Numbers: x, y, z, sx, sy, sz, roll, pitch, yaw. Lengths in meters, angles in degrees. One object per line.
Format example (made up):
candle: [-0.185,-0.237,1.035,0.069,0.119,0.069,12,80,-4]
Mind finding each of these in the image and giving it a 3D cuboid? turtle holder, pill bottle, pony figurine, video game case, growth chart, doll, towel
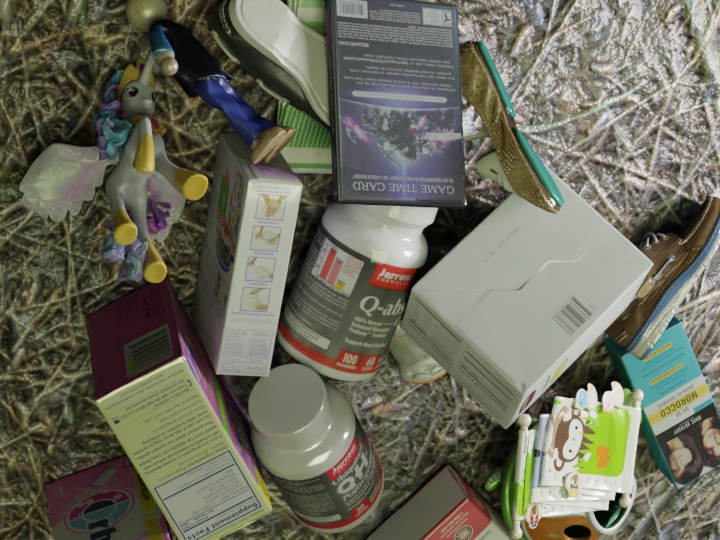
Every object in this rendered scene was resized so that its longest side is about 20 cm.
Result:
turtle holder: [0.245,0.229,1.840,0.185,0.131,0.142,-31,113,-33]
pill bottle: [0.000,0.000,1.680,0.115,0.116,0.202,15,111,-22]
pony figurine: [-0.216,-0.084,1.564,0.165,0.201,0.194,11,124,-28]
video game case: [0.035,-0.163,1.603,0.141,0.019,0.202,1,84,-28]
growth chart: [0.225,0.192,1.725,0.199,0.018,0.147,-4,97,-41]
doll: [-0.148,-0.185,1.559,0.200,0.136,0.048,45,103,5]
towel: [-0.009,-0.193,1.657,0.151,0.023,0.202,1,110,-18]
pill bottle: [-0.049,0.180,1.710,0.110,0.111,0.201,-29,143,-3]

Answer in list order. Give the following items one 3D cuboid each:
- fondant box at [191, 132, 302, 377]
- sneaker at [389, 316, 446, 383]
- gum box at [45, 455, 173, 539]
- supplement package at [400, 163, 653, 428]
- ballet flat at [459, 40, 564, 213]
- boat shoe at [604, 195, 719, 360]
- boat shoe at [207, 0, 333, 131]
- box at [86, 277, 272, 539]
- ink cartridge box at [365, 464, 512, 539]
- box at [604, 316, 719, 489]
fondant box: [-0.114,-0.016,1.628,0.058,0.144,0.202,3,111,-18]
sneaker: [0.111,0.034,1.761,0.199,0.076,0.092,-34,113,-2]
gum box: [-0.248,0.272,1.675,0.112,0.200,0.067,-18,116,-7]
supplement package: [0.166,0.027,1.680,0.156,0.111,0.200,43,70,12]
ballet flat: [0.135,-0.133,1.659,0.065,0.201,0.070,-29,161,12]
boat shoe: [0.331,-0.005,1.805,0.072,0.072,0.201,33,80,3]
boat shoe: [-0.064,-0.192,1.593,0.199,0.060,0.074,37,60,-30]
box: [-0.182,0.141,1.652,0.096,0.176,0.201,-26,117,0]
ink cartridge box: [0.118,0.342,1.884,0.146,0.083,0.200,-43,117,3]
box: [0.353,0.146,1.894,0.082,0.049,0.201,-29,117,-3]
